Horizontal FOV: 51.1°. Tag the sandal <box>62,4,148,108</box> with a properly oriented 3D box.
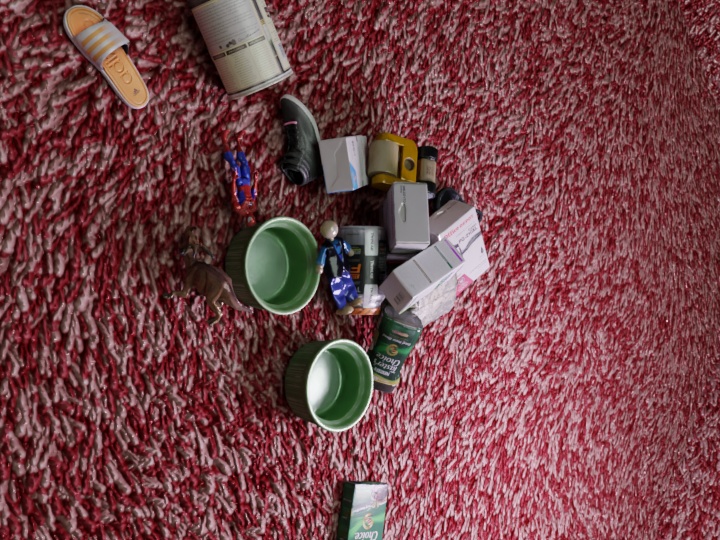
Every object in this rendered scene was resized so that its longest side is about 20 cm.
[{"bbox_3d":[-0.443,-0.390,1.361,0.079,0.059,0.207,-54,124,-30],"label":"sandal"}]

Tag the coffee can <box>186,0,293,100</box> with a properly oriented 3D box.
[{"bbox_3d":[-0.238,-0.463,1.499,0.146,0.145,0.202,-38,115,-37],"label":"coffee can"}]

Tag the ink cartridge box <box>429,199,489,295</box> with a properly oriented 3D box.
[{"bbox_3d":[0.244,-0.059,1.967,0.144,0.084,0.202,-38,127,-25],"label":"ink cartridge box"}]

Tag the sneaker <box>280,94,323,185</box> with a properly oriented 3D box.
[{"bbox_3d":[-0.141,-0.276,1.643,0.099,0.070,0.202,-46,124,-39],"label":"sneaker"}]

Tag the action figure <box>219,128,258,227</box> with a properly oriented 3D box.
[{"bbox_3d":[-0.242,-0.188,1.539,0.065,0.051,0.203,-7,85,-48],"label":"action figure"}]

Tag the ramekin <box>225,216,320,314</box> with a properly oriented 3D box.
[{"bbox_3d":[-0.187,-0.010,1.581,0.198,0.097,0.203,0,90,-44],"label":"ramekin"}]

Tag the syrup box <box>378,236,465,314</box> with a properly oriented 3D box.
[{"bbox_3d":[0.144,0.009,1.724,0.199,0.079,0.082,-30,77,-38],"label":"syrup box"}]

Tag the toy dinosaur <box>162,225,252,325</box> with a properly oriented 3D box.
[{"bbox_3d":[-0.291,0.014,1.449,0.137,0.199,0.086,-62,170,26],"label":"toy dinosaur"}]

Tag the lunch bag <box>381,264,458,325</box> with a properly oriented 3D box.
[{"bbox_3d":[0.143,0.067,1.872,0.199,0.138,0.170,-28,122,-37],"label":"lunch bag"}]

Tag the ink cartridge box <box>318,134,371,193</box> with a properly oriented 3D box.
[{"bbox_3d":[-0.030,-0.245,1.720,0.200,0.066,0.117,-39,121,-73],"label":"ink cartridge box"}]

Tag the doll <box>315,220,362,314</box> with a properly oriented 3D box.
[{"bbox_3d":[-0.049,-0.013,1.632,0.136,0.048,0.202,-37,117,-49],"label":"doll"}]

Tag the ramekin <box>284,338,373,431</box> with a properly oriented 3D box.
[{"bbox_3d":[-0.074,0.251,1.679,0.198,0.097,0.203,0,89,-44],"label":"ramekin"}]

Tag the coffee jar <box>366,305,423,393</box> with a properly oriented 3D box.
[{"bbox_3d":[0.065,0.190,1.773,0.103,0.086,0.202,17,113,-11],"label":"coffee jar"}]

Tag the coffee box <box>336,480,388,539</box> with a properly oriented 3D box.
[{"bbox_3d":[0.003,0.609,1.802,0.122,0.044,0.203,16,79,-43],"label":"coffee box"}]

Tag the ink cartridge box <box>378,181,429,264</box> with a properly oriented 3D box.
[{"bbox_3d":[0.099,-0.108,1.768,0.083,0.200,0.146,0,78,-8],"label":"ink cartridge box"}]

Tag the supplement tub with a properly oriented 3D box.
[{"bbox_3d":[0.000,0.000,1.745,0.122,0.122,0.203,1,89,-43],"label":"supplement tub"}]

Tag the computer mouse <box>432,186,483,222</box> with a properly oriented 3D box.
[{"bbox_3d":[0.245,-0.151,2.032,0.200,0.052,0.139,43,73,-42],"label":"computer mouse"}]

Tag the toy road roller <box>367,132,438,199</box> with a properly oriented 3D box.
[{"bbox_3d":[0.087,-0.236,1.821,0.198,0.145,0.125,13,74,-30],"label":"toy road roller"}]
